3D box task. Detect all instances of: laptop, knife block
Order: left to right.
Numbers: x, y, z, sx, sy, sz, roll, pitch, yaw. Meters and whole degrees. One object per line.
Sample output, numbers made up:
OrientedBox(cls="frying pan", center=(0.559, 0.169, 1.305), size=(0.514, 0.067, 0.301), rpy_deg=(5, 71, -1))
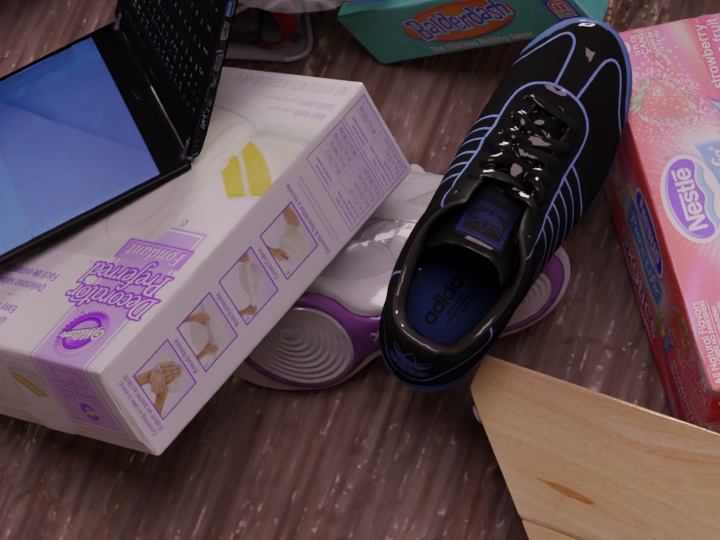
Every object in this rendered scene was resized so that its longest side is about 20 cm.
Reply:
OrientedBox(cls="laptop", center=(-0.137, -0.120, 1.428), size=(0.103, 0.201, 0.177), rpy_deg=(5, 26, -21))
OrientedBox(cls="knife block", center=(0.164, 0.103, 1.368), size=(0.175, 0.064, 0.201), rpy_deg=(-26, 64, 9))

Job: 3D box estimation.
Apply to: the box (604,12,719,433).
OrientedBox(cls="box", center=(0.184, -0.017, 1.439), size=(0.094, 0.103, 0.201), rpy_deg=(-11, 64, -6))

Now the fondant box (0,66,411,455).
OrientedBox(cls="fondant box", center=(-0.092, -0.011, 1.396), size=(0.144, 0.058, 0.200), rpy_deg=(10, 51, 47))

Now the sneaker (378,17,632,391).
OrientedBox(cls="sneaker", center=(0.072, -0.034, 1.373), size=(0.070, 0.078, 0.201), rpy_deg=(27, 81, 3))

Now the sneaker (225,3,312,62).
OrientedBox(cls="sneaker", center=(-0.026, -0.184, 1.541), size=(0.200, 0.071, 0.113), rpy_deg=(-34, 64, -8))

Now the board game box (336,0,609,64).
OrientedBox(cls="board game box", center=(0.086, -0.207, 1.521), size=(0.152, 0.045, 0.201), rpy_deg=(-6, 53, 43))

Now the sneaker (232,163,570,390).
OrientedBox(cls="sneaker", center=(0.000, 0.000, 1.459), size=(0.199, 0.075, 0.100), rpy_deg=(-10, 42, -4))

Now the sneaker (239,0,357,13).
OrientedBox(cls="sneaker", center=(0.002, -0.205, 1.485), size=(0.200, 0.078, 0.099), rpy_deg=(-33, 41, -8))
